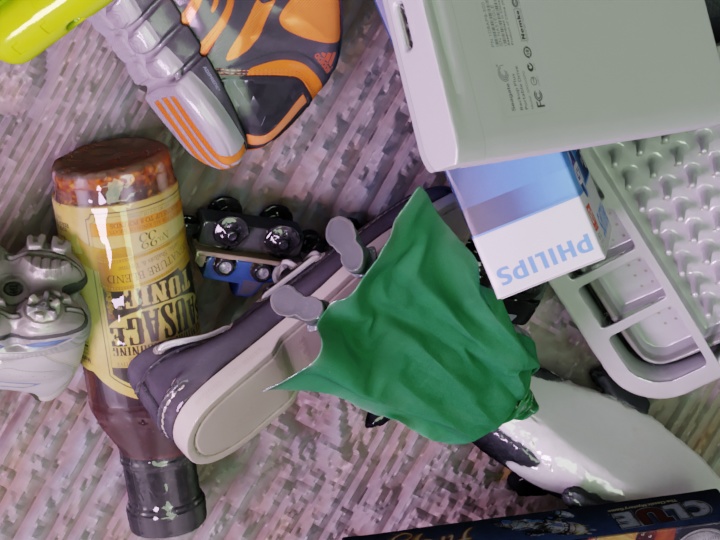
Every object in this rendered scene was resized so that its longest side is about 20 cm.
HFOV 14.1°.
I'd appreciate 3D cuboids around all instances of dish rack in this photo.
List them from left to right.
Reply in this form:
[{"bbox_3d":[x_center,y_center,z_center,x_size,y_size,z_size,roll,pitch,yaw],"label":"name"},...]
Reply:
[{"bbox_3d":[0.188,-0.038,1.495,0.200,0.044,0.172,-26,113,20],"label":"dish rack"}]

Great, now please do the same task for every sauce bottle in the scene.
[{"bbox_3d":[-0.109,0.036,1.460,0.066,0.066,0.201,-14,110,-11],"label":"sauce bottle"}]

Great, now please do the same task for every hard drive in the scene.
[{"bbox_3d":[0.089,-0.122,1.359,0.200,0.027,0.132,-11,86,-45],"label":"hard drive"}]

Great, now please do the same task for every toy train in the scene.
[{"bbox_3d":[0.000,0.000,1.497,0.199,0.034,0.046,10,114,-18],"label":"toy train"}]

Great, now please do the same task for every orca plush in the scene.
[{"bbox_3d":[0.091,0.103,1.533,0.199,0.105,0.071,14,134,-22],"label":"orca plush"}]

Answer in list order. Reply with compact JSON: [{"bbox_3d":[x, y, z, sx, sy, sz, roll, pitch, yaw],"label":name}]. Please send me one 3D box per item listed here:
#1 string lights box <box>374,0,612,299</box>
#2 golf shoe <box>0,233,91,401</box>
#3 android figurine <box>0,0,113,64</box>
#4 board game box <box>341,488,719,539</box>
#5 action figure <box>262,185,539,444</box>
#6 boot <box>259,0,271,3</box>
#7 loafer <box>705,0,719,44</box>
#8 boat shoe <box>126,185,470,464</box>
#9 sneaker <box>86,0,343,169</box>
[{"bbox_3d":[0.057,-0.094,1.413,0.059,0.103,0.201,-22,96,9],"label":"string lights box"},{"bbox_3d":[-0.232,0.030,1.421,0.199,0.078,0.097,8,140,1],"label":"golf shoe"},{"bbox_3d":[-0.187,-0.182,1.344,0.200,0.041,0.182,-34,85,22],"label":"android figurine"},{"bbox_3d":[0.091,0.189,1.486,0.199,0.035,0.136,-7,117,-13],"label":"board game box"},{"bbox_3d":[0.034,0.037,1.416,0.118,0.055,0.200,-49,143,4],"label":"action figure"},{"bbox_3d":[0.019,-0.223,1.352,0.199,0.165,0.066,-19,149,-2],"label":"boot"},{"bbox_3d":[0.190,-0.137,1.499,0.072,0.063,0.200,-36,110,26],"label":"loafer"},{"bbox_3d":[-0.029,0.012,1.432,0.200,0.063,0.073,-39,148,-22],"label":"boat shoe"},{"bbox_3d":[-0.084,-0.157,1.410,0.112,0.078,0.200,-40,107,-17],"label":"sneaker"}]
